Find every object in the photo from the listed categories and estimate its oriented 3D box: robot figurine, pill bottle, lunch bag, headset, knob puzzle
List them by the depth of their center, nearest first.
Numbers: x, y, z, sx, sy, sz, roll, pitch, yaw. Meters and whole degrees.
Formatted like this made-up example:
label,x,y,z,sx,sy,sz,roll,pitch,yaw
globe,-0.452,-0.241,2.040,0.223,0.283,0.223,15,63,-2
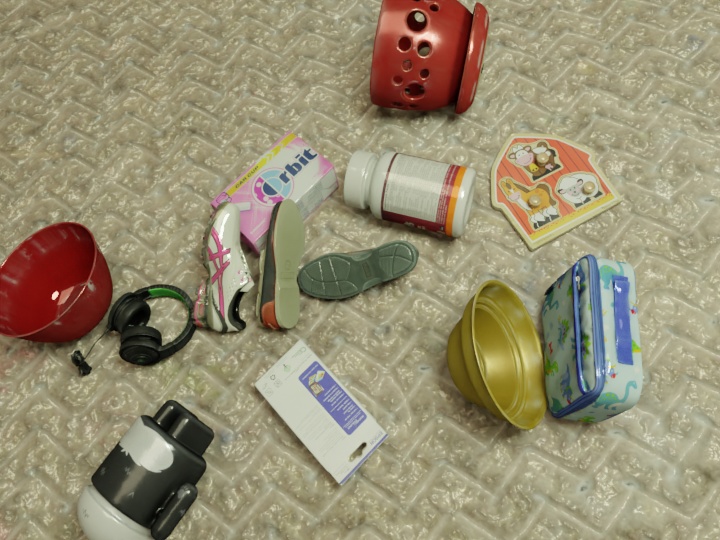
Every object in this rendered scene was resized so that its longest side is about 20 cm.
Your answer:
label,x,y,z,sx,sy,sz,roll,pitch,yaw
lunch bag,0.307,0.091,0.834,0.081,0.161,0.204,9,65,-5
robot figurine,-0.291,0.284,0.853,0.124,0.150,0.201,39,72,-8
headset,-0.356,0.103,0.986,0.197,0.095,0.124,-24,59,-21
pill bottle,0.079,-0.128,0.999,0.196,0.110,0.111,14,67,15
knob puzzle,0.302,-0.156,1.025,0.215,0.031,0.224,-3,65,7

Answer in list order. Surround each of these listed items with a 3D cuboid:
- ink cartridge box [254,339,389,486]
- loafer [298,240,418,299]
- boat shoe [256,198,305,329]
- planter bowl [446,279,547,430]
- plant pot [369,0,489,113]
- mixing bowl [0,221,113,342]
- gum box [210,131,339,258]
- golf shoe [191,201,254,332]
label,x,y,z,sx,sy,sz,roll,pitch,yaw
ink cartridge box,-0.057,0.205,0.903,0.099,0.039,0.200,-41,65,-12
loafer,0.000,0.000,0.984,0.196,0.063,0.073,-13,89,17
boat shoe,-0.130,-0.010,0.974,0.062,0.071,0.205,-2,84,37
planter bowl,0.176,0.122,0.860,0.083,0.199,0.204,-21,58,37
plant pot,0.119,-0.373,1.063,0.178,0.201,0.204,10,66,4
mixing bowl,-0.471,0.036,0.988,0.196,0.109,0.204,-10,57,16
gum box,-0.138,-0.133,1.053,0.113,0.066,0.200,40,76,21
golf shoe,-0.204,-0.004,0.977,0.090,0.073,0.205,10,98,9
